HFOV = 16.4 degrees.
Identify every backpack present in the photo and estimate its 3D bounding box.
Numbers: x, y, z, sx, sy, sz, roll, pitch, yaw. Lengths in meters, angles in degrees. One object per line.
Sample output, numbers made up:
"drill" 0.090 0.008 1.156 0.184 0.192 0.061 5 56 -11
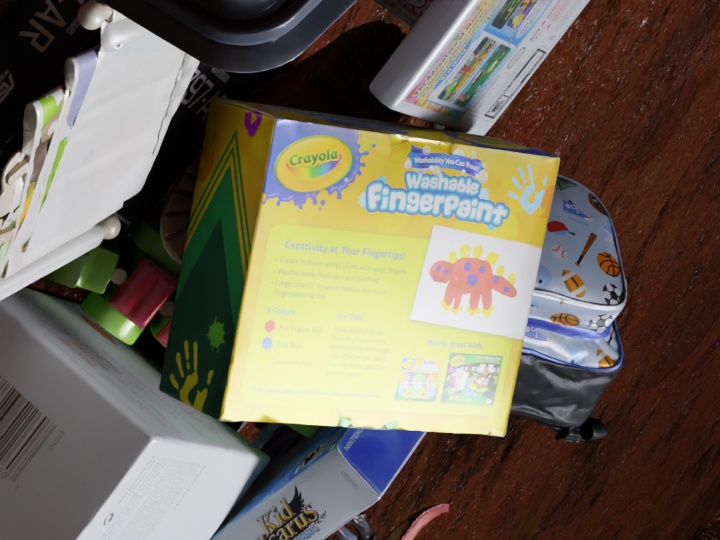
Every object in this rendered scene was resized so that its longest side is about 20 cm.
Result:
"backpack" 0.100 0.005 1.827 0.154 0.199 0.191 -59 -155 33

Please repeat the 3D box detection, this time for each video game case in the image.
"video game case" 0.097 -0.166 1.405 0.200 0.024 0.182 -52 164 10
"video game case" -0.024 0.118 1.548 0.181 0.045 0.200 -40 -175 34

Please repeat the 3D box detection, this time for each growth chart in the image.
"growth chart" -0.133 -0.066 1.249 0.145 0.018 0.200 -24 148 -54

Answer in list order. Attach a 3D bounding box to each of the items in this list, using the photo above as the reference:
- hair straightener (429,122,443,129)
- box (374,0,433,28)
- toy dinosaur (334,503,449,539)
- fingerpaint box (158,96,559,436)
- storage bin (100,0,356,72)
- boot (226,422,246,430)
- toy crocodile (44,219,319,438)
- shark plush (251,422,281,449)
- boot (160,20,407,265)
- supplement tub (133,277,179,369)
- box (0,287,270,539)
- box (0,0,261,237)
"hair straightener" 0.010 -0.041 1.794 0.200 0.041 0.077 -63 -174 16
"box" 0.052 -0.234 1.377 0.101 0.112 0.200 -42 161 -28
"toy dinosaur" -0.013 0.309 2.200 0.105 0.199 0.182 -4 86 -80
"fingerpaint box" 0.000 0.000 1.395 0.199 0.073 0.168 5 100 -36
"storage bin" -0.076 -0.201 1.007 0.146 0.200 0.135 -45 152 -21
"boot" -0.151 0.158 1.723 0.200 0.073 0.182 -51 164 19
"toy crocodile" -0.096 0.034 1.447 0.068 0.200 0.062 -51 -160 3
"shark plush" -0.033 0.084 1.720 0.200 0.091 0.083 -30 -157 26
"boot" -0.056 -0.063 1.462 0.200 0.075 0.107 -43 -164 -31
"supplement tub" -0.076 0.040 1.598 0.107 0.107 0.200 -54 162 6
"box" -0.164 0.096 1.408 0.106 0.152 0.200 -52 162 3
"box" -0.118 -0.110 1.303 0.160 0.043 0.200 -51 162 -1
